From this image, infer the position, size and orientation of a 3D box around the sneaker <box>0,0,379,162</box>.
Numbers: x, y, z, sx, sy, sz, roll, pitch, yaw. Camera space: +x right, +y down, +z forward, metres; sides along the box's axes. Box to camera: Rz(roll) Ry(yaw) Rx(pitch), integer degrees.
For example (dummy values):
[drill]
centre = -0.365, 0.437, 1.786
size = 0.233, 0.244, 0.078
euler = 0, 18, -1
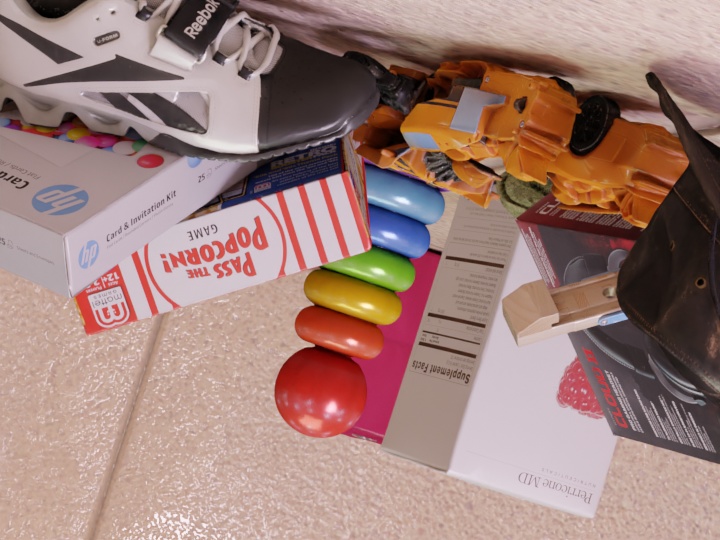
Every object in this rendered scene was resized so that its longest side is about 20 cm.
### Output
[sneaker]
centre = -0.090, -0.109, 1.250
size = 0.199, 0.089, 0.074
euler = 7, -144, 11

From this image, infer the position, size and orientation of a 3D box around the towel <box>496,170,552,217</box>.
[towel]
centre = 0.179, 0.008, 1.579
size = 0.200, 0.037, 0.148
euler = 32, 173, 44

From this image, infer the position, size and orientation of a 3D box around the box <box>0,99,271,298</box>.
[box]
centre = -0.135, -0.071, 1.309
size = 0.156, 0.041, 0.200
euler = 22, -138, 32

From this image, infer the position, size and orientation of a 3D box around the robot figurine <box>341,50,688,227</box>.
[robot figurine]
centre = 0.068, -0.066, 1.293
size = 0.145, 0.058, 0.200
euler = 21, 175, -28

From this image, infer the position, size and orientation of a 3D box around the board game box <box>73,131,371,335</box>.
[board game box]
centre = -0.074, -0.041, 1.375
size = 0.151, 0.046, 0.200
euler = -16, -161, 5

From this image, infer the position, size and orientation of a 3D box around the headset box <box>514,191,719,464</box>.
[headset box]
centre = 0.180, 0.022, 1.393
size = 0.200, 0.077, 0.149
euler = 12, 133, 56

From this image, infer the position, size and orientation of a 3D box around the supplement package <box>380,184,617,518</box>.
[supplement package]
centre = 0.115, 0.053, 1.792
size = 0.121, 0.201, 0.120
euler = 18, 177, -22

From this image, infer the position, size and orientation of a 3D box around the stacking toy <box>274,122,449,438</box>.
[stacking toy]
centre = 0.000, 0.000, 1.511
size = 0.085, 0.201, 0.085
euler = 17, 176, 1

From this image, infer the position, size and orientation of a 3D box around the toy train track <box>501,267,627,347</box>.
[toy train track]
centre = 0.164, -0.008, 1.235
size = 0.199, 0.115, 0.033
euler = -16, 139, -7

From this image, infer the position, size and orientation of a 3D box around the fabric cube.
[fabric cube]
centre = 0.081, 0.092, 2.645
size = 0.199, 0.201, 0.196
euler = 16, 175, 20

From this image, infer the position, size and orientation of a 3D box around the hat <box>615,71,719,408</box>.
[hat]
centre = 0.162, 0.014, 1.134
size = 0.201, 0.081, 0.201
euler = 46, -167, -14
